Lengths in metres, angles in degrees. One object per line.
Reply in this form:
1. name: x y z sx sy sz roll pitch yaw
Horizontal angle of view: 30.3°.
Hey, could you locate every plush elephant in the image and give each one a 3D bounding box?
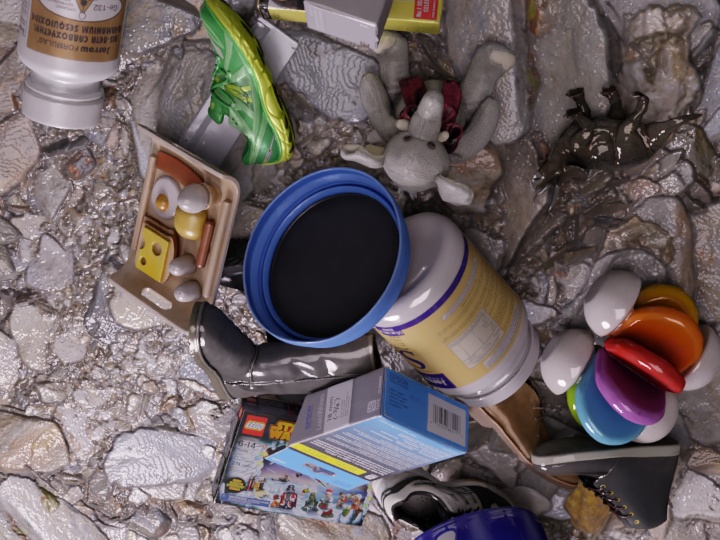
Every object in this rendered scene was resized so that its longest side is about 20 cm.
1. plush elephant: 0.067 -0.151 1.437 0.162 0.155 0.203 14 112 -1

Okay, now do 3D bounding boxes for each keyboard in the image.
1. keyboard: -0.145 -0.193 1.519 0.056 0.011 0.201 31 111 -13

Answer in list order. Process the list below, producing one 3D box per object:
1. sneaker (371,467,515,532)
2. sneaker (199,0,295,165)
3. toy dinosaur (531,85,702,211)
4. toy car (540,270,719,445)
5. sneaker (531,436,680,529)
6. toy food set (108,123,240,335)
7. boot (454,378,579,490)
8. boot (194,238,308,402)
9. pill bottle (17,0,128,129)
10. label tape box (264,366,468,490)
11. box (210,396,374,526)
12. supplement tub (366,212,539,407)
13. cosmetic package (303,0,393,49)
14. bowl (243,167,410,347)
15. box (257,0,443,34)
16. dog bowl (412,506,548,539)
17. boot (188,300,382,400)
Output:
1. sneaker: 0.107 0.300 1.635 0.197 0.088 0.076 16 110 -19
2. sneaker: -0.137 -0.202 1.469 0.082 0.074 0.202 -20 113 5
3. toy dinosaur: 0.277 -0.147 1.477 0.197 0.077 0.103 -13 122 4
4. toy car: 0.314 0.116 1.524 0.174 0.150 0.201 32 111 -8
5. sneaker: 0.293 0.257 1.582 0.197 0.075 0.108 1 96 -20
6. toy food set: -0.221 -0.047 1.518 0.143 0.060 0.203 30 115 29
7. boot: 0.204 0.185 1.608 0.200 0.074 0.076 43 99 -9
8. boot: -0.109 0.063 1.593 0.162 0.066 0.202 -2 122 20
9. pill bottle: -0.314 -0.264 1.448 0.113 0.115 0.203 13 112 -1
10. label tape box: 0.006 0.187 1.543 0.143 0.064 0.199 28 143 -37
11. box: -0.071 0.236 1.636 0.197 0.040 0.139 12 113 -18
12. supplement tub: 0.100 0.048 1.499 0.145 0.146 0.200 -34 125 16
13. cosmetic package: 0.010 -0.340 1.355 0.089 0.107 0.203 20 85 2
14. bowl: -0.035 -0.011 1.442 0.199 0.203 0.039 -31 147 16
15. box: -0.009 -0.303 1.430 0.197 0.050 0.077 7 87 2
16. dog bowl: 0.141 0.372 1.623 0.197 0.080 0.201 -14 145 -9
17. boot: -0.081 0.092 1.508 0.197 0.074 0.182 1 150 16
